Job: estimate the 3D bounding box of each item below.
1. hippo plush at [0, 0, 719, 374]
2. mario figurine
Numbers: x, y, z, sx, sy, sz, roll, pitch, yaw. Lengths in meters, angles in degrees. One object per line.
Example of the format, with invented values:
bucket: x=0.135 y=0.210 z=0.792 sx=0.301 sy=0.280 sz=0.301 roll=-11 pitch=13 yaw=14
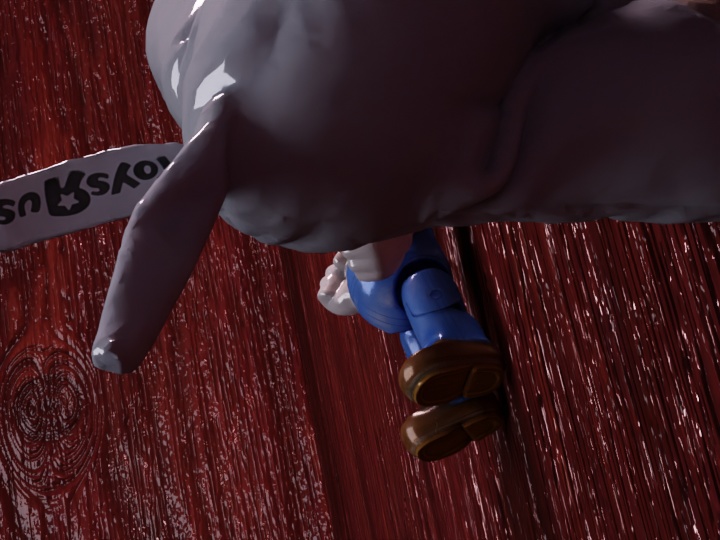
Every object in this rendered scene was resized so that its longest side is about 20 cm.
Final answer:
hippo plush: x=0.002 y=-0.097 z=0.422 sx=0.159 sy=0.199 sz=0.162 roll=34 pitch=128 yaw=53
mario figurine: x=0.000 y=0.000 z=0.963 sx=0.124 sy=0.105 sz=0.201 roll=-52 pitch=44 yaw=34
